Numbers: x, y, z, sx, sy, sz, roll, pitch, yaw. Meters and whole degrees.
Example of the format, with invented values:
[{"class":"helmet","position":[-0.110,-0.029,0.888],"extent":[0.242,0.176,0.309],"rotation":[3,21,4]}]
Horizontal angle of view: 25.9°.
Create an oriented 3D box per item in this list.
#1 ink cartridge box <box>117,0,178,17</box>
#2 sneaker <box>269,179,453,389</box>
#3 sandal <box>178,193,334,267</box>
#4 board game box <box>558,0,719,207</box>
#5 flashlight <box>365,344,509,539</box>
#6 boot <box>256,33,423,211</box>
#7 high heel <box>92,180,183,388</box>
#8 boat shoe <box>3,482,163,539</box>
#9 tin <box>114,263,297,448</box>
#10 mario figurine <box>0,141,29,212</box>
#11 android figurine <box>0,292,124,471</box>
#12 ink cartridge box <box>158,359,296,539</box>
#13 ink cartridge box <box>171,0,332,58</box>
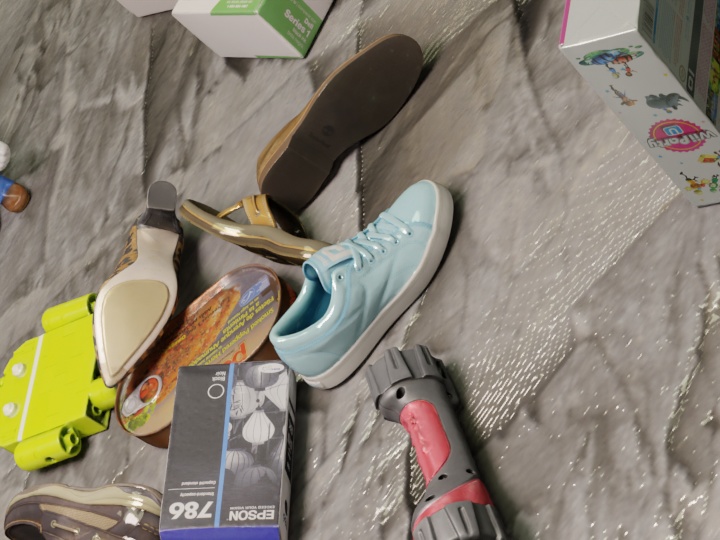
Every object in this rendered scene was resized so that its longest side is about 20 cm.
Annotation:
[{"class":"ink cartridge box","position":[-0.204,-0.399,1.795],"extent":[0.146,0.083,0.200],"rotation":[-3,58,43]},{"class":"sneaker","position":[0.000,0.000,1.286],"extent":[0.074,0.082,0.200],"rotation":[24,78,49]},{"class":"sandal","position":[-0.078,-0.039,1.393],"extent":[0.200,0.080,0.054],"rotation":[17,83,43]},{"class":"board game box","position":[0.223,-0.160,1.101],"extent":[0.064,0.200,0.148],"rotation":[-13,52,38]},{"class":"flashlight","position":[0.049,0.138,1.142],"extent":[0.068,0.068,0.200],"rotation":[-35,42,12]},{"class":"boot","position":[-0.027,-0.148,1.444],"extent":[0.200,0.074,0.075],"rotation":[-45,29,10]},{"class":"high heel","position":[-0.206,0.028,1.469],"extent":[0.143,0.071,0.200],"rotation":[117,167,-71]},{"class":"boat shoe","position":[-0.242,0.228,1.348],"extent":[0.200,0.074,0.073],"rotation":[-12,52,40]},{"class":"tin","position":[-0.135,0.078,1.392],"extent":[0.200,0.042,0.112],"rotation":[-39,36,15]},{"class":"mario figurine","position":[-0.461,-0.102,1.718],"extent":[0.106,0.200,0.123],"rotation":[0,61,45]},{"class":"android figurine","position":[-0.293,0.110,1.518],"extent":[0.200,0.041,0.182],"rotation":[-19,49,31]},{"class":"ink cartridge box","position":[-0.106,0.165,1.263],"extent":[0.099,0.039,0.200],"rotation":[-4,53,6]},{"class":"ink cartridge box","position":[-0.084,-0.325,1.620],"extent":[0.146,0.084,0.200],"rotation":[10,68,47]}]
